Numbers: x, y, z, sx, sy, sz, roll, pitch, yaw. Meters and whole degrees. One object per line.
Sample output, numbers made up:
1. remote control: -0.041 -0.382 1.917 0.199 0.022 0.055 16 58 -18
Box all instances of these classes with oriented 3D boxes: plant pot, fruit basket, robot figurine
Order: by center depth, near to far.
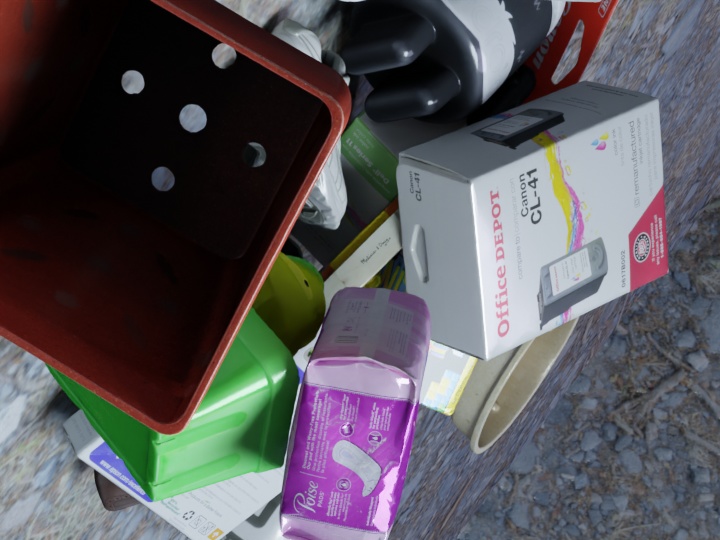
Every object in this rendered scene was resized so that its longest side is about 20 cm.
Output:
1. plant pot: -0.114 -0.066 1.092 0.201 0.199 0.176 -61 175 19
2. fruit basket: -0.097 0.026 1.293 0.216 0.215 0.156 -47 163 -32
3. robot figurine: 0.069 -0.189 1.502 0.200 0.124 0.151 -46 156 -37
4. plant pot: 0.097 0.049 2.015 0.201 0.183 0.201 -51 164 -20

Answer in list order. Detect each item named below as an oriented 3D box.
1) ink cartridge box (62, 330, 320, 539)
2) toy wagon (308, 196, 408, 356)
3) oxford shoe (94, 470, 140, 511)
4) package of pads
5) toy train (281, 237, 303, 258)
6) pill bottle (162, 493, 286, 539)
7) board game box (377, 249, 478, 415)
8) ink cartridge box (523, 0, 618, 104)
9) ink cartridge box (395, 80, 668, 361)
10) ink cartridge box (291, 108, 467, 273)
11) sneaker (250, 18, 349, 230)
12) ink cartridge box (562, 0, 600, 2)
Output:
1. ink cartridge box: -0.089 0.102 1.486 0.199 0.044 0.198 -37 143 4
2. toy wagon: 0.000 0.000 1.561 0.155 0.040 0.200 -44 180 -8
3. oxford shoe: -0.119 0.138 1.592 0.198 0.071 0.073 -10 120 -24
4. package of pads: -0.001 0.088 1.276 0.200 0.075 0.122 -71 172 -77
5. toy train: -0.106 0.044 1.559 0.200 0.085 0.115 -38 147 -52
6. pill bottle: -0.091 0.186 1.660 0.114 0.199 0.114 -50 165 -19
7. board game box: 0.056 0.003 1.648 0.166 0.056 0.200 -64 -158 8
8. ink cartridge box: 0.128 -0.209 1.609 0.043 0.174 0.201 4 128 -26
9. ink cartridge box: 0.130 -0.039 1.488 0.199 0.085 0.149 -25 119 -35
10. ink cartridge box: 0.005 -0.080 1.609 0.117 0.067 0.200 -46 180 -38
11. sneaker: -0.035 -0.104 1.450 0.100 0.077 0.200 -60 160 -21
12. ink cartridge box: 0.132 -0.294 1.379 0.201 0.082 0.148 -84 177 -55
